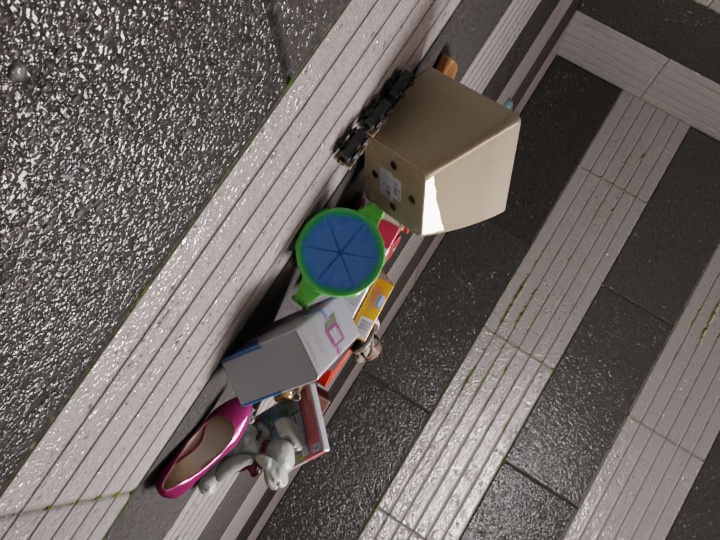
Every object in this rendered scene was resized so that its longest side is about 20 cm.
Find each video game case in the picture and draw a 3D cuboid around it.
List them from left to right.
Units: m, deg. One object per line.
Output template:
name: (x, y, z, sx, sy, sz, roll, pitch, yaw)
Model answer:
video game case: (-0.147, 0.338, 1.459, 0.017, 0.144, 0.200, 12, 143, -43)

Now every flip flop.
flip flop: (0.020, 0.180, 1.631, 0.081, 0.057, 0.200, -57, 171, -18)

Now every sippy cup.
sippy cup: (-0.035, -0.023, 1.111, 0.177, 0.140, 0.130, -15, 177, -5)

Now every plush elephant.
plush elephant: (-0.195, 0.363, 1.373, 0.165, 0.154, 0.201, -45, 165, -56)

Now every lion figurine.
lion figurine: (-0.132, 0.183, 1.406, 0.123, 0.072, 0.201, -109, -137, -78)

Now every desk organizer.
desk organizer: (-0.121, 0.278, 1.598, 0.072, 0.077, 0.200, -59, -172, 4)

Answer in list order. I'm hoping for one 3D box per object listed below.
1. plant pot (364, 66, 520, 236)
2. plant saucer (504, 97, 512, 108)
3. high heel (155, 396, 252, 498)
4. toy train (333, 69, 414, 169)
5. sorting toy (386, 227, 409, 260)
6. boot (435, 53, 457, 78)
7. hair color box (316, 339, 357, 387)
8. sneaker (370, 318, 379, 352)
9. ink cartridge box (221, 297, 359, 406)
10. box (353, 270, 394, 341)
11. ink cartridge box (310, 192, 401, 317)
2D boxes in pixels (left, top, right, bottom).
plant pot: (0.115, -0.174, 1.139, 0.177, 0.200, 0.200, -35, 146, -27)
plant saucer: (0.561, -0.598, 2.823, 0.201, 0.027, 0.200, -57, 170, -15)
high heel: (-0.243, 0.274, 1.109, 0.200, 0.067, 0.096, -42, 176, -19)
toy train: (0.019, -0.221, 1.028, 0.200, 0.034, 0.046, -56, -177, -26)
sorting toy: (0.083, -0.123, 1.586, 0.200, 0.069, 0.199, -53, 170, -37)
boot: (0.129, -0.301, 1.353, 0.201, 0.068, 0.188, -67, 164, 2)
hair color box: (-0.068, 0.166, 1.613, 0.200, 0.101, 0.061, -48, 166, -48)
sneaker: (-0.003, 0.251, 2.406, 0.115, 0.075, 0.201, -41, 150, -49)
ink cartridge box: (-0.104, 0.121, 1.114, 0.144, 0.085, 0.200, -23, -175, 22)
box: (0.007, 0.050, 1.359, 0.119, 0.041, 0.200, -63, -170, 8)
ink cartridge box: (-0.007, -0.026, 1.262, 0.201, 0.085, 0.148, -60, -173, 15)
